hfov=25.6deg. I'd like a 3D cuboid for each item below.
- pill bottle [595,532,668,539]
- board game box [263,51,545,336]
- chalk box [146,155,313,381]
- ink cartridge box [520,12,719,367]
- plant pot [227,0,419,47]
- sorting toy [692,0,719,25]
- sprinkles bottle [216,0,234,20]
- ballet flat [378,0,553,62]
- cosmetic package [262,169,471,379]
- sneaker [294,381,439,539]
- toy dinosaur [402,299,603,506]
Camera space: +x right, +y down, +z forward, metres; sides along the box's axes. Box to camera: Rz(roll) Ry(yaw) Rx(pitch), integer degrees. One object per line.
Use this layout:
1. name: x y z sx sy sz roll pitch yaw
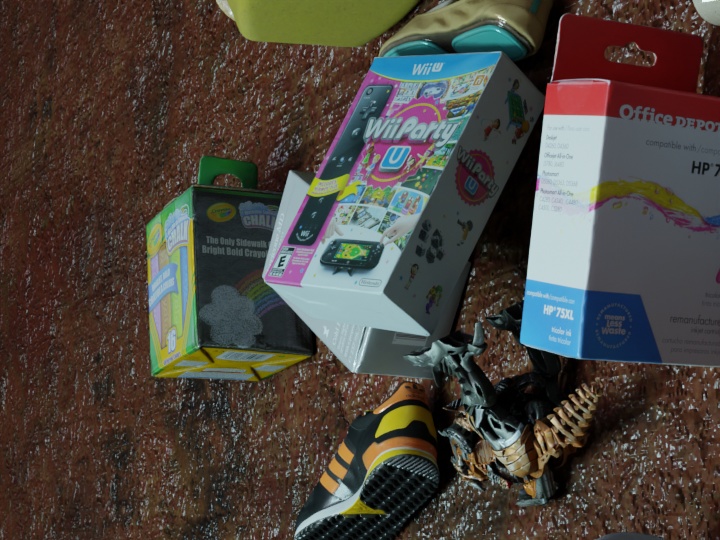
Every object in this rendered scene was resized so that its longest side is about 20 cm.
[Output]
1. pill bottle: 0.151 0.267 0.946 0.113 0.111 0.202 53 132 52
2. board game box: 0.031 -0.059 1.166 0.147 0.064 0.201 6 63 51
3. chalk box: -0.127 -0.007 1.512 0.124 0.123 0.202 -30 59 57
4. ink cartridge box: 0.170 -0.048 0.953 0.067 0.115 0.202 13 98 63
5. plant pot: -0.036 -0.300 1.322 0.196 0.192 0.201 -115 34 -43
6. sorting toy: 0.240 -0.248 0.858 0.184 0.036 0.202 -8 91 50
7. sprinkles bottle: -0.076 -0.325 1.519 0.200 0.068 0.069 -56 40 44
8. ballet flat: 0.084 -0.182 1.216 0.199 0.068 0.063 -2 56 60
9. cosmetic package: 0.000 0.000 1.305 0.200 0.089 0.108 37 116 54
10. sneaker: 0.007 0.164 1.302 0.200 0.069 0.091 -48 30 49
11. toy dinosaur: 0.113 0.095 1.096 0.199 0.102 0.137 -27 85 43
